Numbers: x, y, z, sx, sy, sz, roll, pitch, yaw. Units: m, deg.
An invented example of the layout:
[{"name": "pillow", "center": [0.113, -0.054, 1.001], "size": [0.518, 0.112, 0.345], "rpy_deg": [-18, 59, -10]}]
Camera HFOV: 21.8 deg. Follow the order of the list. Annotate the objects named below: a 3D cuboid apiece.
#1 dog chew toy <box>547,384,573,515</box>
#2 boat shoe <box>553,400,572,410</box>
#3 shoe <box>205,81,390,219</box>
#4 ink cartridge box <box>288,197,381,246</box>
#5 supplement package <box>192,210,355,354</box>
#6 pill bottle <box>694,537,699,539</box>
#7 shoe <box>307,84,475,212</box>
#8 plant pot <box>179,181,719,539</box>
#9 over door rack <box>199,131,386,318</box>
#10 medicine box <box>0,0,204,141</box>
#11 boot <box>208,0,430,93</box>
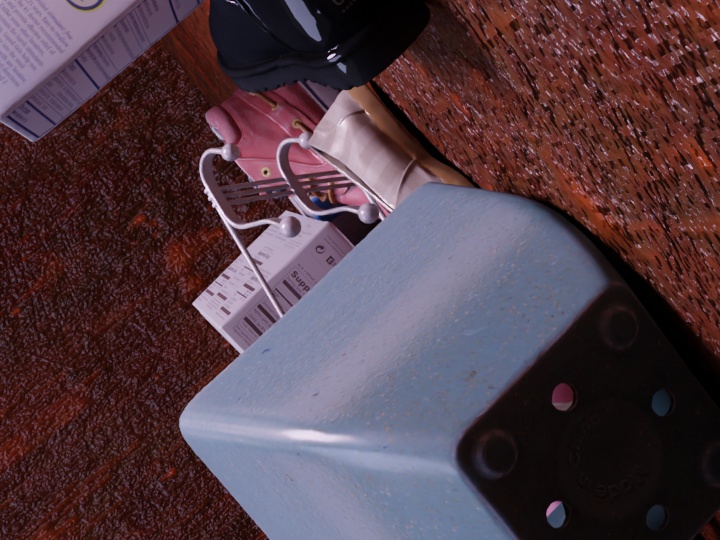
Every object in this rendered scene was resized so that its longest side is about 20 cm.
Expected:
[{"name": "dog chew toy", "center": [0.124, 0.125, 1.243], "size": [0.125, 0.124, 0.200], "rpy_deg": [53, -176, -41]}, {"name": "boat shoe", "center": [0.098, 0.114, 1.126], "size": [0.200, 0.073, 0.063], "rpy_deg": [-8, 96, 50]}, {"name": "shoe", "center": [-0.026, -0.069, 1.323], "size": [0.200, 0.091, 0.071], "rpy_deg": [50, 177, 25]}, {"name": "ink cartridge box", "center": [-0.019, -0.067, 1.489], "size": [0.116, 0.068, 0.200], "rpy_deg": [50, 177, 28]}, {"name": "supplement package", "center": [-0.026, 0.050, 1.400], "size": [0.156, 0.111, 0.200], "rpy_deg": [46, 176, -10]}, {"name": "pill bottle", "center": [0.189, 0.218, 1.361], "size": [0.200, 0.116, 0.116], "rpy_deg": [49, 176, 33]}, {"name": "shoe", "center": [0.036, -0.039, 1.112], "size": [0.200, 0.053, 0.070], "rpy_deg": [49, 176, 37]}, {"name": "plant pot", "center": [0.070, 0.085, 0.900], "size": [0.196, 0.196, 0.200], "rpy_deg": [52, 161, -15]}, {"name": "over door rack", "center": [0.000, 0.000, 1.174], "size": [0.148, 0.067, 0.200], "rpy_deg": [-11, -107, -44]}, {"name": "medicine box", "center": [-0.195, -0.195, 1.290], "size": [0.103, 0.200, 0.182], "rpy_deg": [49, 177, -1]}, {"name": "boot", "center": [-0.064, -0.163, 0.842], "size": [0.168, 0.076, 0.200], "rpy_deg": [48, 171, -19]}]
